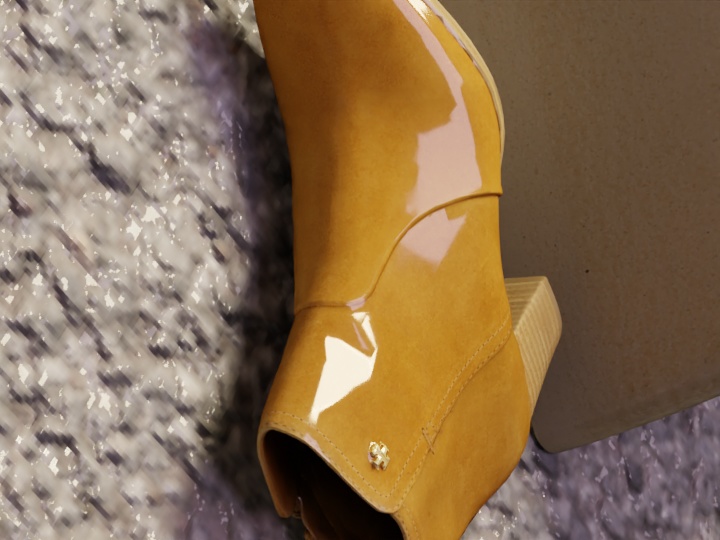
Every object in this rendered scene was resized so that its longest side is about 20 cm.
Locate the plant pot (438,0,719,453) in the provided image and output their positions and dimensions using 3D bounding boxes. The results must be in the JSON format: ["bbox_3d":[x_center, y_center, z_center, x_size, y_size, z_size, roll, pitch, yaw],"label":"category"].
[{"bbox_3d":[0.166,-0.062,0.798,0.199,0.177,0.201,-18,92,-50],"label":"plant pot"}]

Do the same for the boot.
[{"bbox_3d":[0.000,0.001,0.668,0.202,0.071,0.144,61,39,-24],"label":"boot"}]
